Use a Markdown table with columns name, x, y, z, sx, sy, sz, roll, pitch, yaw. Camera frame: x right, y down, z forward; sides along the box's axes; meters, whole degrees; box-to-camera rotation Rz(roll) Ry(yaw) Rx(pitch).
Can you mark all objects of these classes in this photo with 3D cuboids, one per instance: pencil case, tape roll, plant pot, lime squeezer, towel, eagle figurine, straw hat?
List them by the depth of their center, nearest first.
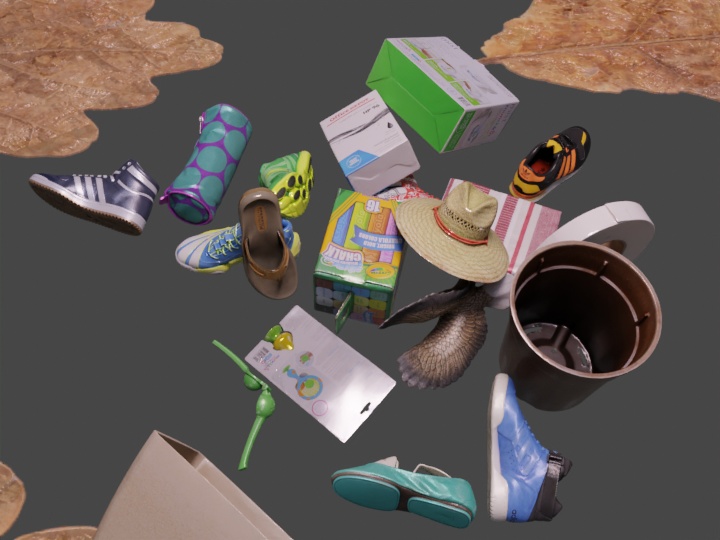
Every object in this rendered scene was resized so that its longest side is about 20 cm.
| name | x | y | z | sx | sy | sz | roll | pitch | yaw |
| --- | --- | --- | --- | --- | --- | --- | --- | --- | --- |
| plant pot | -0.212 | 0.340 | 0.912 | 0.199 | 0.200 | 0.177 | 37 | 77 | 17 |
| plant pot | 0.289 | 0.094 | 1.064 | 0.198 | 0.199 | 0.202 | 1 | 61 | -2 |
| straw hat | 0.153 | -0.080 | 1.087 | 0.199 | 0.085 | 0.202 | 20 | 34 | -14 |
| lime squeezer | -0.161 | 0.181 | 1.091 | 0.070 | 0.038 | 0.201 | -28 | 62 | 17 |
| eagle figurine | 0.126 | 0.063 | 1.119 | 0.151 | 0.151 | 0.200 | 35 | 53 | 0 |
| tape roll | 0.343 | -0.026 | 1.133 | 0.201 | 0.203 | 0.037 | -18 | 60 | -13 |
| pencil case | -0.253 | -0.177 | 1.254 | 0.092 | 0.085 | 0.201 | 22 | 60 | -9 |
| towel | 0.222 | -0.067 | 1.255 | 0.198 | 0.023 | 0.145 | 20 | 63 | 10 |

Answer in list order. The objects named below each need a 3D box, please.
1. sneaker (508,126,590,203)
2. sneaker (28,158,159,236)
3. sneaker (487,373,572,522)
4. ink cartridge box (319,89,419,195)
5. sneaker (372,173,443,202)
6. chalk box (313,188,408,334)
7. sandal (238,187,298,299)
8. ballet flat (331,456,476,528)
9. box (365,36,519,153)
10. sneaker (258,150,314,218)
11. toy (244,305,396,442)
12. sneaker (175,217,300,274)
| name | x | y | z | sx | sy | sz | roll | pitch | yaw |
| --- | --- | --- | --- | --- | --- | --- | --- | --- | --- |
| sneaker | 0.338 | -0.198 | 1.295 | 0.070 | 0.090 | 0.200 | 42 | 67 | 19 |
| sneaker | -0.427 | -0.139 | 1.230 | 0.198 | 0.070 | 0.109 | 21 | 66 | 1 |
| sneaker | 0.233 | 0.244 | 1.042 | 0.110 | 0.077 | 0.202 | 2 | 64 | 5 |
| ink cartridge box | 0.007 | -0.221 | 1.256 | 0.115 | 0.068 | 0.201 | -29 | 46 | 4 |
| sneaker | 0.093 | -0.118 | 1.238 | 0.199 | 0.067 | 0.109 | 5 | 60 | 13 |
| chalk box | 0.000 | 0.000 | 1.146 | 0.123 | 0.125 | 0.201 | 12 | 61 | 4 |
| sandal | -0.135 | -0.028 | 1.112 | 0.080 | 0.201 | 0.054 | -16 | 41 | -12 |
| ballet flat | 0.060 | 0.293 | 1.024 | 0.198 | 0.068 | 0.071 | 13 | 36 | 4 |
| box | 0.144 | -0.312 | 1.309 | 0.200 | 0.097 | 0.176 | 46 | 39 | 20 |
| sneaker | -0.126 | -0.135 | 1.221 | 0.083 | 0.075 | 0.200 | -7 | 24 | 10 |
| toy | -0.059 | 0.152 | 1.099 | 0.199 | 0.047 | 0.115 | 37 | 68 | 20 |
| sneaker | -0.193 | -0.053 | 1.174 | 0.198 | 0.105 | 0.076 | -7 | 60 | -8 |
